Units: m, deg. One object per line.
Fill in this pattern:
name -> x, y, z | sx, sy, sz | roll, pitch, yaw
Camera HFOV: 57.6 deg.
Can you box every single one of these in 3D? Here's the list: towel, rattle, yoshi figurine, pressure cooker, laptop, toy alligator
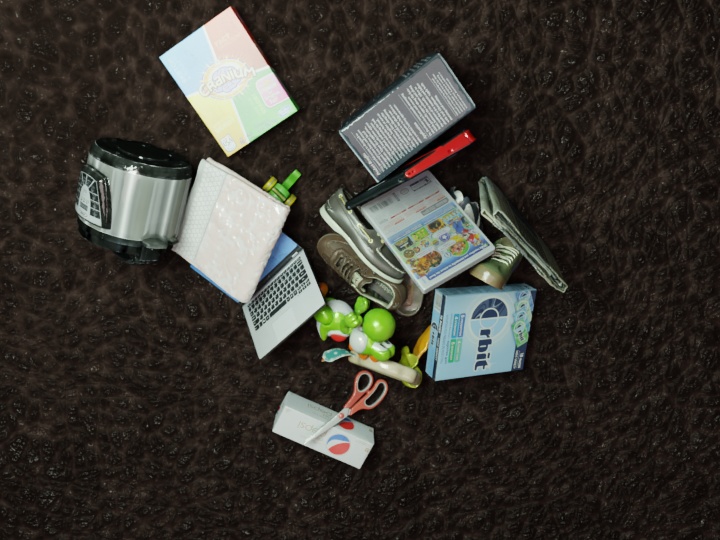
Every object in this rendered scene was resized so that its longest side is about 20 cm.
towel -> 0.275, -0.064, 1.138 | 0.035, 0.200, 0.193 | -39, 105, 19
rattle -> 0.035, 0.141, 1.276 | 0.200, 0.130, 0.143 | 19, 98, 21
towel -> -0.238, -0.072, 1.167 | 0.191, 0.032, 0.200 | 33, 113, 13
yoshi figurine -> -0.013, 0.083, 1.206 | 0.200, 0.112, 0.112 | 33, 65, 16
pressure cooker -> -0.392, -0.111, 1.134 | 0.178, 0.176, 0.200 | 16, 109, -7
laptop -> -0.191, 0.025, 1.191 | 0.187, 0.200, 0.116 | -41, 146, 26
toy alligator -> -0.182, -0.106, 1.199 | 0.200, 0.054, 0.059 | -43, 103, 13

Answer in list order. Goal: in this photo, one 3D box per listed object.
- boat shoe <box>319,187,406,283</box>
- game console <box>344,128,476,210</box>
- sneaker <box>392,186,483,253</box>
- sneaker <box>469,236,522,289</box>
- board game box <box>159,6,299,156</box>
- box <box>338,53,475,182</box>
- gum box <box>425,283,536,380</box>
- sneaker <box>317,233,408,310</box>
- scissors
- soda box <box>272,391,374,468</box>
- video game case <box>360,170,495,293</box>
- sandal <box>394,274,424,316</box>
boat shoe -> 0.015, -0.063, 1.181 | 0.201, 0.072, 0.061 | 44, 114, 5
game console -> 0.082, -0.163, 1.085 | 0.177, 0.200, 0.031 | -38, 99, -30
sneaker -> 0.142, -0.085, 1.172 | 0.199, 0.079, 0.130 | -3, 95, -26
sneaker -> 0.247, -0.021, 1.162 | 0.067, 0.200, 0.090 | 29, 99, 15
board game box -> -0.224, -0.323, 1.134 | 0.153, 0.040, 0.200 | -32, 106, 10
box -> 0.074, -0.259, 1.099 | 0.200, 0.148, 0.107 | -36, 105, 11
gum box -> 0.228, 0.114, 1.242 | 0.199, 0.045, 0.170 | -3, 110, -22
sneaker -> 0.000, 0.000, 1.202 | 0.200, 0.076, 0.071 | 34, 110, 7
scissors -> -0.025, 0.287, 1.305 | 0.073, 0.014, 0.200 | 43, 74, -9
soda box -> -0.074, 0.326, 1.338 | 0.200, 0.064, 0.068 | 25, 107, -9
video game case -> 0.111, -0.070, 1.111 | 0.143, 0.200, 0.018 | -29, 151, -11
sandal -> 0.091, -0.001, 1.234 | 0.081, 0.055, 0.201 | 4, 108, -2
